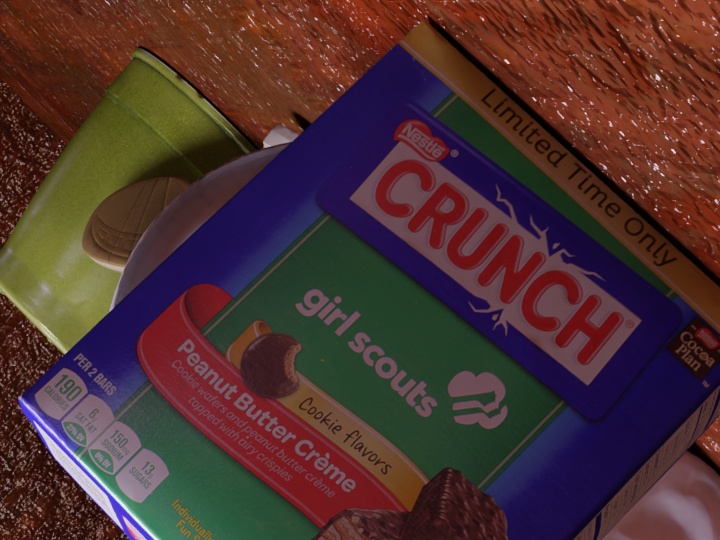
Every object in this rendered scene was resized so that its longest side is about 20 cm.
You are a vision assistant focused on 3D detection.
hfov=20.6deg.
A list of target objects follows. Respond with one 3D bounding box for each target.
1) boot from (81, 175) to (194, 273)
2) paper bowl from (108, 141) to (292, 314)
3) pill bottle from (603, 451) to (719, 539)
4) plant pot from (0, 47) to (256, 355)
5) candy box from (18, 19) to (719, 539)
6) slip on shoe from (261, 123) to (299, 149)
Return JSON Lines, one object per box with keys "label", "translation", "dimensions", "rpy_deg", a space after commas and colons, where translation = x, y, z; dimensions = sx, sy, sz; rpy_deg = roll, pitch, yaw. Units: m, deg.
{"label": "boot", "translation": [-0.072, 0.003, 1.317], "dimensions": [0.199, 0.073, 0.155], "rpy_deg": [-3, 149, 30]}
{"label": "paper bowl", "translation": [-0.004, 0.039, 0.800], "dimensions": [0.201, 0.201, 0.104], "rpy_deg": [44, 155, 9]}
{"label": "pill bottle", "translation": [0.097, 0.145, 1.007], "dimensions": [0.111, 0.111, 0.200], "rpy_deg": [46, 156, -14]}
{"label": "plant pot", "translation": [-0.160, -0.022, 1.428], "dimensions": [0.200, 0.193, 0.200], "rpy_deg": [44, 173, 7]}
{"label": "candy box", "translation": [0.013, 0.043, 0.693], "dimensions": [0.169, 0.200, 0.077], "rpy_deg": [43, 165, 14]}
{"label": "slip on shoe", "translation": [0.000, 0.000, 1.141], "dimensions": [0.200, 0.061, 0.076], "rpy_deg": [50, 172, -36]}
